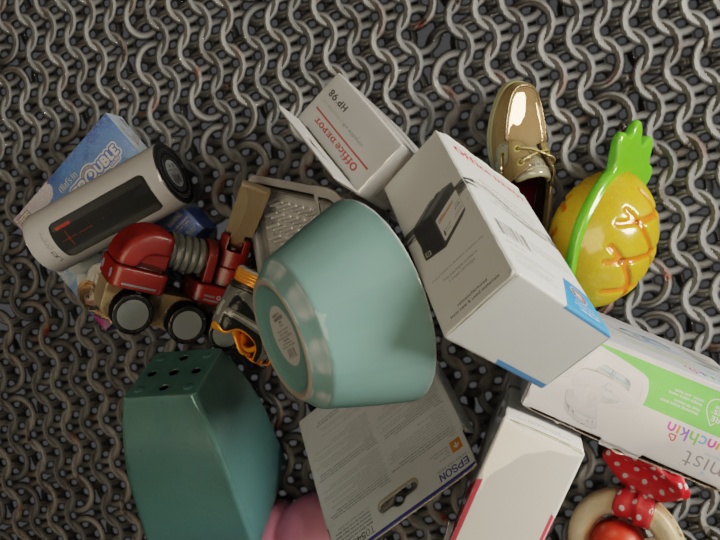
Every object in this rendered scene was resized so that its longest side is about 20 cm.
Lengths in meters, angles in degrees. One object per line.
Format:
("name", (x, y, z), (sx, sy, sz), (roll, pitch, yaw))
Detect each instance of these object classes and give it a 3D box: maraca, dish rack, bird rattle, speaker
("maraca", (0.262, -0.054, 0.718), (0.106, 0.137, 0.202), (21, 91, 36))
("dish rack", (-0.056, -0.022, 0.782), (0.199, 0.043, 0.174), (17, 121, 47))
("bird rattle", (0.306, 0.298, 0.757), (0.162, 0.112, 0.202), (-31, 85, 30))
("speaker", (-0.306, -0.074, 0.826), (0.198, 0.081, 0.082), (-25, 90, 13))

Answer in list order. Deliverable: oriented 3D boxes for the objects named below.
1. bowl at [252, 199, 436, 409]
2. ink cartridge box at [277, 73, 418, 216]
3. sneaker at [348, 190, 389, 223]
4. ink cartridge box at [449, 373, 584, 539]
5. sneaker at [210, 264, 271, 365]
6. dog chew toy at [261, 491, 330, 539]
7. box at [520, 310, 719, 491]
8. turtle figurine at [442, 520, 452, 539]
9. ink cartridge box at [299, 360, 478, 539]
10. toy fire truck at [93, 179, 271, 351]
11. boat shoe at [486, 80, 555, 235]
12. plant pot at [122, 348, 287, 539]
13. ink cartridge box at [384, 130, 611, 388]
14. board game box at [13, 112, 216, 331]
("bowl", (-0.029, 0.046, 0.630), (0.104, 0.200, 0.203), (-21, 90, -26))
("ink cartridge box", (0.013, -0.126, 0.716), (0.067, 0.200, 0.116), (-43, 66, 13))
("sneaker", (0.000, 0.000, 0.804), (0.074, 0.082, 0.203), (-5, 94, 13))
("ink cartridge box", (0.167, 0.206, 0.725), (0.082, 0.200, 0.148), (23, 100, 12))
("sneaker", (-0.104, 0.080, 0.797), (0.078, 0.201, 0.078), (18, 63, 45))
("dog chew toy", (-0.093, 0.340, 0.843), (0.198, 0.124, 0.126), (-8, 94, 21))
("box", (0.272, 0.116, 0.704), (0.198, 0.176, 0.098), (23, 100, 11))
("turtle figurine", (0.069, 0.446, 0.796), (0.198, 0.144, 0.196), (-22, 110, -12))
("ink cartridge box", (0.029, 0.199, 0.775), (0.199, 0.201, 0.041), (-40, 130, 14))
("toy fire truck", (-0.194, -0.020, 0.793), (0.174, 0.128, 0.202), (15, 96, -32))
("boat shoe", (0.183, -0.107, 0.748), (0.073, 0.066, 0.203), (-6, 99, -17))
("plant pot", (-0.191, 0.203, 0.804), (0.139, 0.142, 0.202), (-6, 117, 14))
("ink cartridge box", (0.118, -0.013, 0.624), (0.144, 0.201, 0.084), (27, 120, -35))
("board game box", (-0.324, -0.061, 0.894), (0.200, 0.043, 0.199), (-44, 84, 12))
